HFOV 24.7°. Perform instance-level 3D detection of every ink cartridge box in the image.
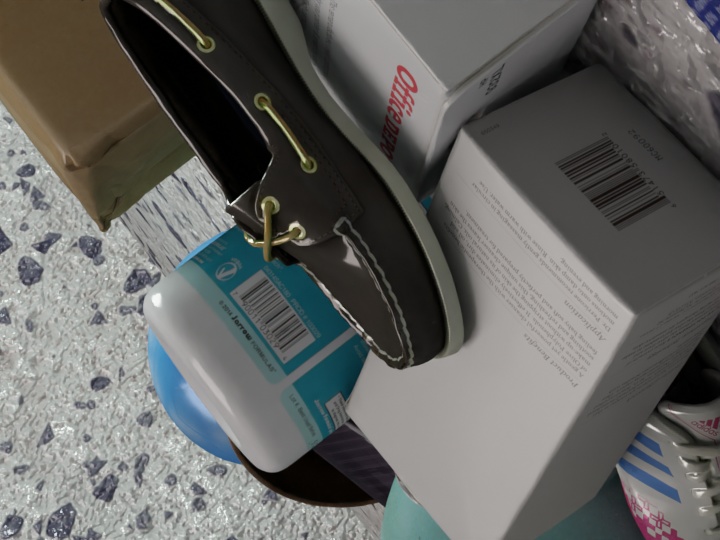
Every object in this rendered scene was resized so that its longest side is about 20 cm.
[{"bbox_3d":[-0.003,-0.144,0.671,0.200,0.084,0.145,52,169,9],"label":"ink cartridge box"}]

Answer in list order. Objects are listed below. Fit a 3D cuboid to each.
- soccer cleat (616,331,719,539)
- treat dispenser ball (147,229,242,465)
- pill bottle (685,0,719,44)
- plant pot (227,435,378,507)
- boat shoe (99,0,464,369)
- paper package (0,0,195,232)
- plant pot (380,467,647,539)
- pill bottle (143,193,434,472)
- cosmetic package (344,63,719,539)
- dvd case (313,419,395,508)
[{"bbox_3d":[0.156,0.084,0.773,0.200,0.070,0.086,55,165,-17],"label":"soccer cleat"},{"bbox_3d":[-0.076,0.061,1.357,0.201,0.201,0.201,50,170,13],"label":"treat dispenser ball"},{"bbox_3d":[0.095,-0.099,0.308,0.200,0.112,0.112,52,170,3],"label":"pill bottle"},{"bbox_3d":[-0.022,0.031,1.156,0.187,0.186,0.200,59,-178,-32],"label":"plant pot"},{"bbox_3d":[-0.032,-0.041,0.664,0.202,0.060,0.072,57,152,3],"label":"boat shoe"},{"bbox_3d":[-0.120,-0.161,0.831,0.200,0.190,0.104,50,170,13],"label":"paper package"},{"bbox_3d":[0.099,0.128,0.888,0.200,0.199,0.135,38,145,54],"label":"plant pot"},{"bbox_3d":[0.000,0.000,0.815,0.111,0.200,0.111,51,169,13],"label":"pill bottle"},{"bbox_3d":[0.074,0.026,0.699,0.108,0.085,0.200,49,146,21],"label":"cosmetic package"},{"bbox_3d":[0.023,0.096,1.027,0.148,0.016,0.200,-16,132,42],"label":"dvd case"}]
